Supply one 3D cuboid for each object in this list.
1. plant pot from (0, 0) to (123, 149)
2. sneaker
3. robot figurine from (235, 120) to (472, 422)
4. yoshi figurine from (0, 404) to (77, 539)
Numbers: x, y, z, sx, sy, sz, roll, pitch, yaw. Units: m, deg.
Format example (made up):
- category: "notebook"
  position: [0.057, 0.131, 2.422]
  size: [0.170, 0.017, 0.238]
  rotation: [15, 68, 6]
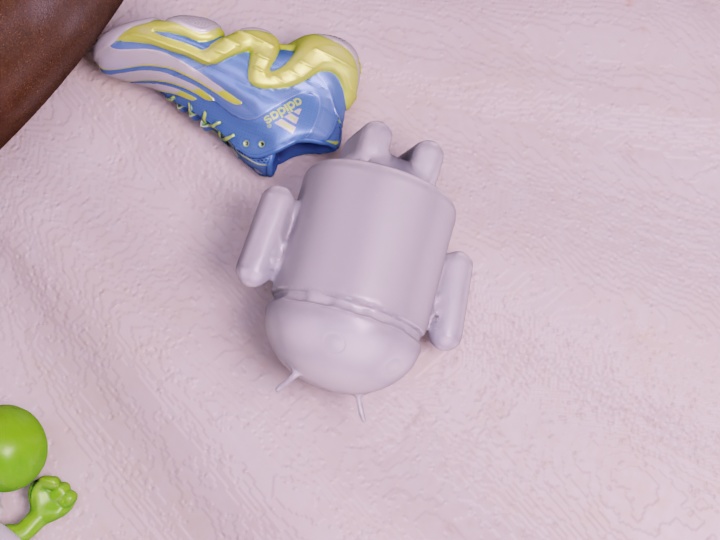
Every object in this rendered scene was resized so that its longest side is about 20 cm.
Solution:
- category: "plant pot"
  position: [-0.257, -0.207, 1.019]
  size: [0.187, 0.187, 0.200]
  rotation: [43, 66, 9]
- category: "sneaker"
  position: [-0.100, -0.126, 1.037]
  size: [0.199, 0.076, 0.106]
  rotation: [2, 78, 0]
- category: "robot figurine"
  position: [0.000, 0.000, 0.988]
  size: [0.169, 0.113, 0.201]
  rotation: [19, 77, -10]
- category: "yoshi figurine"
  position: [-0.242, 0.176, 0.959]
  size: [0.111, 0.112, 0.201]
  rotation: [-17, 75, -20]
